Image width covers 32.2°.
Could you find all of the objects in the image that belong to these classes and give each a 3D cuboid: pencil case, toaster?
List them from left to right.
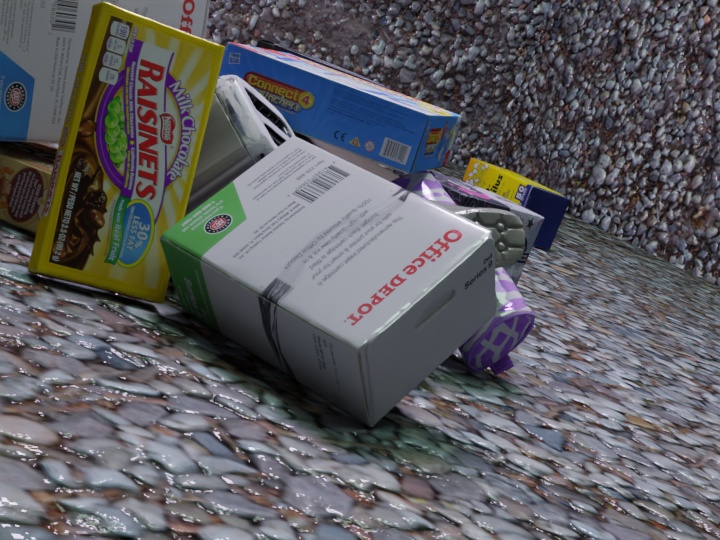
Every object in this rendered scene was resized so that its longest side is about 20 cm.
[{"bbox_3d":[-0.119,-0.080,1.033,0.114,0.129,0.200,60,10,21],"label":"toaster"},{"bbox_3d":[0.080,-0.002,1.159,0.084,0.086,0.200,-21,58,-19],"label":"pencil case"}]

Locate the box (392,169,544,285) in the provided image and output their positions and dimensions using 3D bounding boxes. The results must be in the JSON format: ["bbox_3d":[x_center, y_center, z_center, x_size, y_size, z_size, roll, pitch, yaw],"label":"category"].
[{"bbox_3d":[0.130,-0.057,1.657,0.132,0.115,0.200,28,12,37],"label":"box"}]

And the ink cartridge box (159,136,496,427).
[{"bbox_3d":[-0.021,0.003,0.902,0.200,0.084,0.146,29,54,34],"label":"ink cartridge box"}]

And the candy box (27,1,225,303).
[{"bbox_3d":[-0.169,-0.084,0.914,0.102,0.201,0.026,16,-6,-32],"label":"candy box"}]

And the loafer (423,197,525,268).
[{"bbox_3d":[0.043,-0.031,1.068,0.199,0.070,0.070,9,-11,-20],"label":"loafer"}]

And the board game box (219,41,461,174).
[{"bbox_3d":[-0.016,-0.154,1.186,0.199,0.056,0.196,21,11,9],"label":"board game box"}]

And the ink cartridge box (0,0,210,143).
[{"bbox_3d":[-0.236,-0.183,1.030,0.199,0.147,0.086,-2,17,-44],"label":"ink cartridge box"}]

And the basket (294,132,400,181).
[{"bbox_3d":[-0.043,-0.078,1.351,0.199,0.136,0.181,22,32,-26],"label":"basket"}]

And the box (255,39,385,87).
[{"bbox_3d":[-0.076,-0.148,1.455,0.158,0.201,0.048,16,7,-33],"label":"box"}]

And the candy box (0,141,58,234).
[{"bbox_3d":[-0.285,-0.077,1.042,0.199,0.056,0.115,22,10,2],"label":"candy box"}]

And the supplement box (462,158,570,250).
[{"bbox_3d":[0.289,-0.130,2.420,0.109,0.109,0.200,15,11,-35],"label":"supplement box"}]
